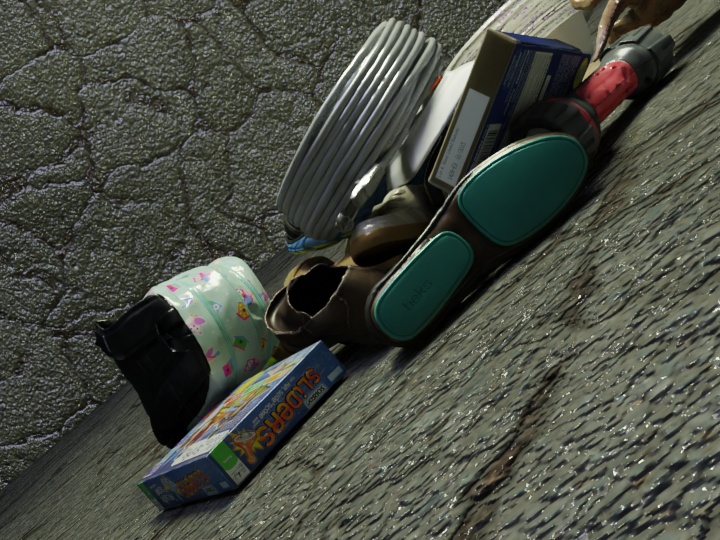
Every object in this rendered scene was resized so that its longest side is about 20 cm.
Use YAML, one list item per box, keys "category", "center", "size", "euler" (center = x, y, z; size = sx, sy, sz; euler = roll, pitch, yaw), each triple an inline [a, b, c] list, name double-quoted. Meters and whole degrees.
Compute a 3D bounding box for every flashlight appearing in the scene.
- category: "flashlight"
  center: [0.195, -0.139, 0.875]
  size: [0.200, 0.067, 0.068]
  euler: [-41, -33, -36]

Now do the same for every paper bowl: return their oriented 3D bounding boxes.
- category: "paper bowl"
  center: [0.198, -0.250, 1.290]
  size: [0.200, 0.104, 0.201]
  euler: [-42, -8, -7]

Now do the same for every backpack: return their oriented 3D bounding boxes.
- category: "backpack"
  center: [-0.168, 0.072, 1.075]
  size: [0.126, 0.167, 0.200]
  euler: [-37, -6, -34]

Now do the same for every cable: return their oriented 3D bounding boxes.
- category: "cable"
  center: [-0.002, -0.118, 0.927]
  size: [0.201, 0.069, 0.200]
  euler: [-61, 3, -14]

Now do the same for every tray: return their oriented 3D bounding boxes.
- category: "tray"
  center: [0.054, -0.123, 0.932]
  size: [0.108, 0.022, 0.200]
  euler: [-58, 3, -3]

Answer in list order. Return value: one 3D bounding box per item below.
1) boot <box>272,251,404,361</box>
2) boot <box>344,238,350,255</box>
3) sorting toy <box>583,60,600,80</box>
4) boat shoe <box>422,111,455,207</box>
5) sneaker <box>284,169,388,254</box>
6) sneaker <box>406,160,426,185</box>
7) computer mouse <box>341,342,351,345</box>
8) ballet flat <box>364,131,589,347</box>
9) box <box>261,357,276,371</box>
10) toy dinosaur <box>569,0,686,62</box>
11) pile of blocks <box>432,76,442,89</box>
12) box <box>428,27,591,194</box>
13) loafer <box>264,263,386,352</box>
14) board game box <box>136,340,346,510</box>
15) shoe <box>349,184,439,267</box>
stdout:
- category: "boot"
  center: [0.000, 0.000, 1.101]
  size: [0.200, 0.066, 0.176]
  euler: [-37, 17, 33]
- category: "boot"
  center: [0.068, -0.091, 1.241]
  size: [0.155, 0.072, 0.200]
  euler: [-46, 1, -42]
- category: "sorting toy"
  center: [0.199, -0.157, 1.111]
  size: [0.185, 0.037, 0.200]
  euler: [-42, 11, -8]
- category: "boat shoe"
  center: [0.094, -0.103, 0.960]
  size: [0.060, 0.072, 0.201]
  euler: [-6, 22, 30]
- category: "sneaker"
  center: [-0.029, -0.072, 1.106]
  size: [0.070, 0.083, 0.199]
  euler: [-17, -2, -32]
- category: "sneaker"
  center: [0.060, -0.075, 1.133]
  size: [0.200, 0.077, 0.081]
  euler: [-37, 10, 46]
- category: "computer mouse"
  center: [0.046, -0.002, 0.945]
  size: [0.200, 0.034, 0.059]
  euler: [-39, 6, 16]
- category: "ballet flat"
  center: [0.079, -0.025, 0.779]
  size: [0.200, 0.068, 0.068]
  euler: [-41, -2, -2]
- category: "box"
  center: [-0.134, 0.101, 1.261]
  size: [0.200, 0.048, 0.122]
  euler: [-38, 7, 17]
- category: "toy dinosaur"
  center: [0.276, -0.266, 0.977]
  size: [0.200, 0.086, 0.135]
  euler: [-36, 10, -32]
- category: "pile of blocks"
  center: [0.064, -0.162, 1.120]
  size: [0.199, 0.063, 0.082]
  euler: [-16, -8, -29]
- category: "box"
  center: [0.125, -0.127, 0.869]
  size: [0.200, 0.032, 0.122]
  euler: [-15, -51, -61]
- category: "loafer"
  center: [-0.031, 0.021, 0.907]
  size: [0.200, 0.071, 0.073]
  euler: [-14, 46, 58]
- category: "board game box"
  center: [-0.104, 0.134, 0.904]
  size: [0.135, 0.035, 0.200]
  euler: [-44, 6, -30]
- category: "shoe"
  center: [0.035, -0.044, 0.932]
  size: [0.070, 0.054, 0.200]
  euler: [-27, -4, 22]
